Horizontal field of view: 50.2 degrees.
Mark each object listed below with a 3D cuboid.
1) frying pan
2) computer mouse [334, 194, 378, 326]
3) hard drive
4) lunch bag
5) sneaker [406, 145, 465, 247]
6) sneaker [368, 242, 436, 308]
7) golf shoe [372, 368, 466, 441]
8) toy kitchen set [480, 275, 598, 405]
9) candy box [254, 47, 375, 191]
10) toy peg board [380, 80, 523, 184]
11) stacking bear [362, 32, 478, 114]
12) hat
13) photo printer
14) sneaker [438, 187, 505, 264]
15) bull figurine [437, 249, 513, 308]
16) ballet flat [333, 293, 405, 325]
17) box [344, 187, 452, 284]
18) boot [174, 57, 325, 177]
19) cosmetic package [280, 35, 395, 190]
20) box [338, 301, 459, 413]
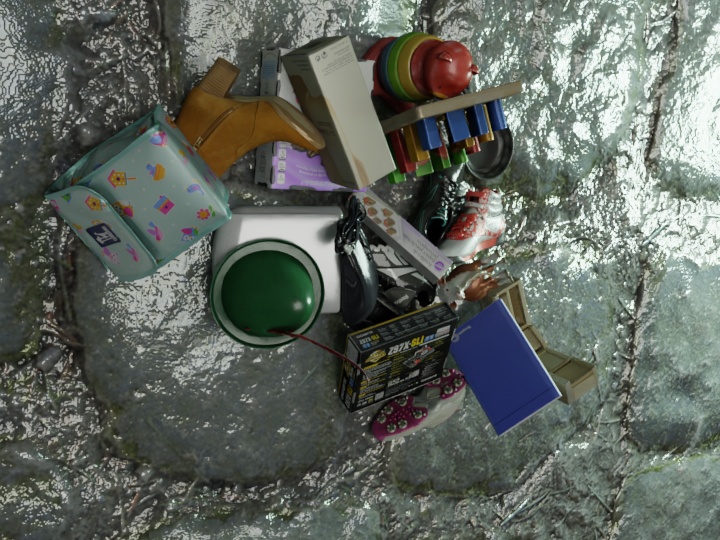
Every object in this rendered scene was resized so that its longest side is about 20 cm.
[{"bbox_3d":[0.200,-0.242,1.360,0.189,0.031,0.116,39,80,-28],"label":"frying pan"},{"bbox_3d":[0.000,0.000,1.189,0.052,0.139,0.203,4,124,10],"label":"computer mouse"},{"bbox_3d":[0.250,0.171,1.373,0.131,0.202,0.025,-36,156,15],"label":"hard drive"},{"bbox_3d":[-0.300,-0.093,1.040,0.198,0.123,0.171,-33,122,6],"label":"lunch bag"},{"bbox_3d":[0.141,-0.117,1.323,0.074,0.079,0.203,23,87,-26],"label":"sneaker"},{"bbox_3d":[0.057,0.014,1.295,0.197,0.066,0.092,15,62,-34],"label":"sneaker"},{"bbox_3d":[0.113,0.263,1.400,0.197,0.075,0.093,-27,132,-14],"label":"golf shoe"},{"bbox_3d":[0.293,0.144,1.402,0.161,0.199,0.183,-27,114,-23],"label":"toy kitchen set"},{"bbox_3d":[-0.070,-0.227,1.177,0.165,0.071,0.205,-2,102,-30],"label":"candy box"},{"bbox_3d":[0.132,-0.210,1.212,0.197,0.198,0.100,-19,98,-24],"label":"toy peg board"},{"bbox_3d":[0.097,-0.308,1.183,0.120,0.199,0.116,20,91,-32],"label":"stacking bear"},{"bbox_3d":[-0.103,0.056,1.064,0.196,0.176,0.169,-3,105,-15],"label":"hat"},{"bbox_3d":[-0.127,-0.015,1.174,0.196,0.069,0.170,-1,102,-16],"label":"photo printer"},{"bbox_3d":[0.186,-0.083,1.350,0.200,0.066,0.110,-22,111,-44],"label":"sneaker"},{"bbox_3d":[0.198,0.017,1.337,0.120,0.200,0.066,-24,83,13],"label":"bull figurine"},{"bbox_3d":[-0.002,0.053,1.289,0.197,0.057,0.068,19,92,-32],"label":"ballet flat"},{"bbox_3d":[0.061,-0.060,1.255,0.199,0.041,0.039,41,74,2],"label":"box"},{"bbox_3d":[-0.162,-0.187,1.091,0.200,0.071,0.145,35,111,-4],"label":"boot"},{"bbox_3d":[-0.031,-0.224,1.098,0.070,0.105,0.203,-30,114,-19],"label":"cosmetic package"},{"bbox_3d":[0.064,0.148,1.315,0.197,0.049,0.162,-17,136,-26],"label":"box"}]
